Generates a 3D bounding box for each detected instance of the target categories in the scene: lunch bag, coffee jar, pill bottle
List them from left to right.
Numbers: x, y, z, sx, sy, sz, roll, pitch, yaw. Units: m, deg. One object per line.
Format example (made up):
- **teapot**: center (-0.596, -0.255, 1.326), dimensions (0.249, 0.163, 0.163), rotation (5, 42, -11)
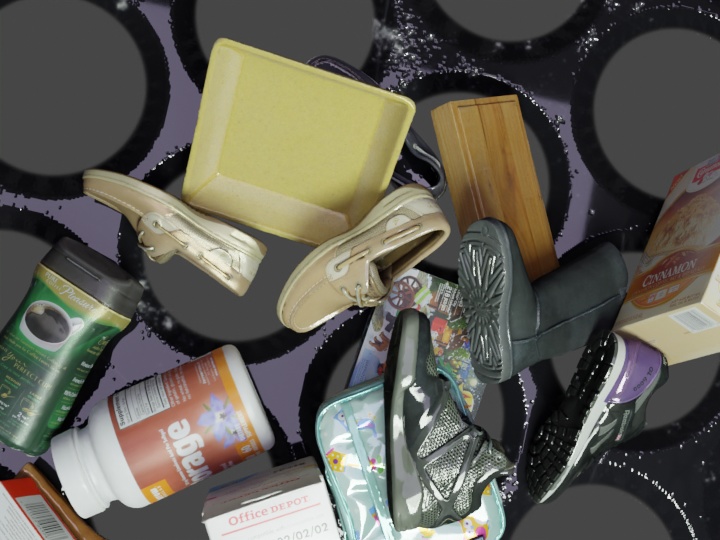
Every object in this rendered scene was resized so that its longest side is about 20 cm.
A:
- **coffee jar**: center (-0.303, 0.072, 1.079), dimensions (0.104, 0.085, 0.201), rotation (32, 84, 8)
- **pill bottle**: center (-0.192, 0.161, 1.071), dimensions (0.198, 0.112, 0.113), rotation (-24, 89, -6)
- **lunch bag**: center (0.044, 0.201, 1.069), dimensions (0.159, 0.077, 0.202), rotation (-19, 88, -7)

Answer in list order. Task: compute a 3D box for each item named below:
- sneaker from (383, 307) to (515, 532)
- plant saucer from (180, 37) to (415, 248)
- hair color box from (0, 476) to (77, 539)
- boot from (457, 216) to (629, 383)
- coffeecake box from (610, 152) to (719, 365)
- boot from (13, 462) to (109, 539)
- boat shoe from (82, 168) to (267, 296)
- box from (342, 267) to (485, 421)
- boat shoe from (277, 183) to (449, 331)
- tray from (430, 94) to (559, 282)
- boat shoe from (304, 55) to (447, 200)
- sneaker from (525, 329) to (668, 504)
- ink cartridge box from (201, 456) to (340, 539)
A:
- **sneaker**: center (0.078, 0.133, 1.002), dimensions (0.113, 0.076, 0.202), rotation (-3, 89, -6)
- **plant saucer**: center (-0.064, -0.126, 1.092), dimensions (0.198, 0.049, 0.201), rotation (17, 128, -4)
- **hair color box**: center (-0.363, 0.306, 1.040), dimensions (0.200, 0.064, 0.111), rotation (-44, 75, 5)
- **boot**: center (0.191, 0.008, 1.085), dimensions (0.199, 0.065, 0.167), rotation (-17, 115, -33)
- **coffeecake box**: center (0.349, -0.019, 1.086), dimensions (0.073, 0.153, 0.201), rotation (32, 68, -10)
- **boot**: center (-0.313, 0.321, 1.075), dimensions (0.199, 0.068, 0.189), rotation (37, 95, 4)
- **boat shoe**: center (-0.195, -0.040, 1.104), dimensions (0.198, 0.071, 0.065), rotation (26, 84, -4)
- **box**: center (0.060, 0.107, 1.135), dimensions (0.135, 0.038, 0.202), rotation (19, 85, -4)
- **boat shoe**: center (0.000, 0.000, 1.086), dimensions (0.200, 0.071, 0.065), rotation (-42, 53, 15)
- **tray**: center (0.142, -0.077, 1.133), dimensions (0.098, 0.037, 0.202), rotation (-12, 88, -37)
- **boat shoe**: center (0.017, -0.150, 1.135), dimensions (0.073, 0.063, 0.200), rotation (-43, 91, -6)
- **sneaker**: center (0.243, 0.163, 1.108), dimensions (0.087, 0.076, 0.201), rotation (19, 113, -18)
- **ink cartridge box**: center (-0.084, 0.233, 1.032), dimensions (0.114, 0.200, 0.069), rotation (-17, 88, -6)
